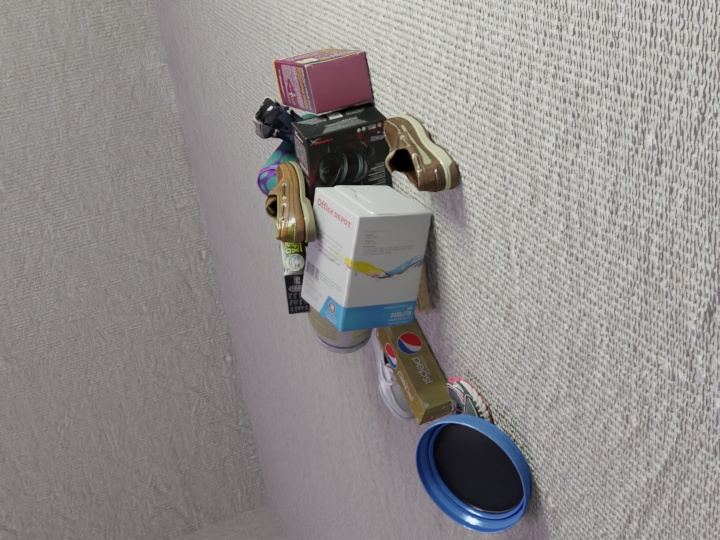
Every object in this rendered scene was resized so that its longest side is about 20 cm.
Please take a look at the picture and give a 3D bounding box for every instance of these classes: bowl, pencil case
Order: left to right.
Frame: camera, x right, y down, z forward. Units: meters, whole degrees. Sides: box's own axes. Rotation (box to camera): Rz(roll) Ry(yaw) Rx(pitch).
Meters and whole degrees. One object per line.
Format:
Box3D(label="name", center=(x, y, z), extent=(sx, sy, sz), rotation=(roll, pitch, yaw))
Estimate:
Box3D(label="pencil case", center=(-0.122, -0.212, 1.827), extent=(0.200, 0.085, 0.093), rotation=(-61, -11, -45))
Box3D(label="bowl", center=(0.180, 0.320, 1.522), extent=(0.200, 0.039, 0.201), rotation=(18, 122, 32))

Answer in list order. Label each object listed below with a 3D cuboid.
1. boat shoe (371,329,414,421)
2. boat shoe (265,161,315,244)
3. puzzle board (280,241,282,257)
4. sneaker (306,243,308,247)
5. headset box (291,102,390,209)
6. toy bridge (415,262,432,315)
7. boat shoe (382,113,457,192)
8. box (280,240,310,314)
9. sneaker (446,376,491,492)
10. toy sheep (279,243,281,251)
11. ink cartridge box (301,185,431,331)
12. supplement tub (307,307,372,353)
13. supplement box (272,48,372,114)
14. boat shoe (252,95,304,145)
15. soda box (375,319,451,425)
Box3D(label="boat shoe", center=(0.065, 0.190, 1.845), extent=(0.067, 0.073, 0.201), rotation=(123, 128, -72))
Box3D(label="boat shoe", center=(-0.126, -0.120, 1.608), extent=(0.200, 0.068, 0.072), rotation=(-112, 20, -51))
Box3D(label="puzzle board", center=(-0.111, -0.129, 1.942), extent=(0.017, 0.200, 0.151), rotation=(9, 118, 22))
Box3D(label="sneaker", center=(-0.080, -0.068, 1.907), extent=(0.072, 0.083, 0.200), rotation=(67, -167, 22))
Box3D(label="headset box", center=(-0.029, -0.171, 1.661), extent=(0.077, 0.148, 0.201), rotation=(-128, 27, -52))
Box3D(label="toy bridge", center=(0.087, -0.019, 1.653), extent=(0.067, 0.027, 0.201), rotation=(151, 102, -72))
Box3D(label="boat shoe", center=(0.071, -0.181, 1.463), extent=(0.202, 0.075, 0.075), rotation=(-131, 28, -52))
Box3D(label="box", center=(-0.122, -0.028, 1.755), extent=(0.200, 0.044, 0.161), rotation=(93, 169, -67))
Box3D(label="sneaker", center=(0.175, 0.272, 1.583), extent=(0.081, 0.074, 0.201), rotation=(-167, 61, -70))
Box3D(label="toy sheep", center=(-0.105, -0.031, 2.066), extent=(0.200, 0.137, 0.138), rotation=(-110, 5, -81))
Box3D(label="ink cartridge box", center=(0.007, -0.025, 1.591), extent=(0.147, 0.146, 0.201), rotation=(38, 125, 51))
Box3D(label="supplement tub", center=(-0.033, 0.058, 1.905), extent=(0.200, 0.145, 0.145), rotation=(94, 153, -50))
Box3D(label="supplement box", center=(-0.069, -0.336, 1.689), extent=(0.200, 0.110, 0.086), rotation=(-146, 42, -64))
Box3D(label="boat shoe", center=(-0.139, -0.260, 1.761), extent=(0.093, 0.075, 0.200), rotation=(32, -177, 0))
Box3D(label="soda box", center=(0.097, 0.174, 1.748), extent=(0.068, 0.064, 0.200), rotation=(101, 147, -57))
